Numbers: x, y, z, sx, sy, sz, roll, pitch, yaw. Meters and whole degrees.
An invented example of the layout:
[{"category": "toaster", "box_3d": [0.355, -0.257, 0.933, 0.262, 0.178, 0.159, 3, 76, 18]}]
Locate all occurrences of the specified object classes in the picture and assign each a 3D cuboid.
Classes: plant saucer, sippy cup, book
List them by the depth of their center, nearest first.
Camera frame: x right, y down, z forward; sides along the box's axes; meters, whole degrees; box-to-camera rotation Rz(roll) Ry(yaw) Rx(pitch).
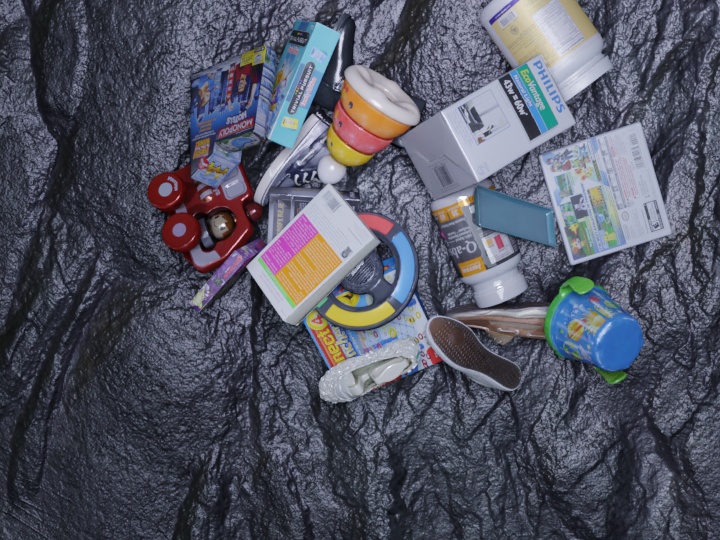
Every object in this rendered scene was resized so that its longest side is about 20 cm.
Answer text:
[{"category": "book", "box_3d": [-0.082, -0.028, 1.498, 0.200, 0.048, 0.134, -43, 65, 9]}, {"category": "plant saucer", "box_3d": [0.258, -0.087, 1.521, 0.019, 0.199, 0.071, -18, 68, 45]}, {"category": "sippy cup", "box_3d": [0.398, 0.103, 1.522, 0.177, 0.130, 0.141, 25, 95, -25]}]

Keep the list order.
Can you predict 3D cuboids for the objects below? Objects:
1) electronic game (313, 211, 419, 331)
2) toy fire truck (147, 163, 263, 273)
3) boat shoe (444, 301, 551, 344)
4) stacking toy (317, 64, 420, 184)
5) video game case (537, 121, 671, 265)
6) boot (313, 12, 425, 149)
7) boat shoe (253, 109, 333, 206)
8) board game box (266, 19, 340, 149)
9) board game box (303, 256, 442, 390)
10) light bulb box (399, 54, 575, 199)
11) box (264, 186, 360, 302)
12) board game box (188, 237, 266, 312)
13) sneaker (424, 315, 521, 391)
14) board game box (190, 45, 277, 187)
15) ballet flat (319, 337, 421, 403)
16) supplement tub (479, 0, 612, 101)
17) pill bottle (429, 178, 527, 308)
[{"category": "electronic game", "box_3d": [0.000, 0.000, 1.507, 0.198, 0.042, 0.202, -3, 78, 14]}, {"category": "toy fire truck", "box_3d": [-0.259, -0.106, 1.569, 0.167, 0.112, 0.201, -26, 69, 4]}, {"category": "boat shoe", "box_3d": [0.247, 0.095, 1.588, 0.198, 0.076, 0.073, -1, 99, 7]}, {"category": "stacking toy", "box_3d": [-0.008, -0.221, 1.501, 0.146, 0.146, 0.201, 36, 113, 0]}, {"category": "video game case", "box_3d": [0.421, -0.131, 1.569, 0.180, 0.022, 0.202, -17, 96, 7]}, {"category": "boot", "box_3d": [0.022, -0.322, 1.560, 0.199, 0.066, 0.166, 28, 107, 5]}, {"category": "boat shoe", "box_3d": [-0.096, -0.175, 1.585, 0.093, 0.075, 0.201, 39, 99, 7]}, {"category": "board game box", "box_3d": [-0.111, -0.317, 1.530, 0.047, 0.151, 0.202, 20, 99, -22]}, {"category": "board game box", "box_3d": [0.021, 0.103, 1.589, 0.194, 0.056, 0.201, -24, 113, 8]}, {"category": "light bulb box", "box_3d": [0.199, -0.226, 1.461, 0.199, 0.198, 0.126, -31, 95, -15]}, {"category": "box", "box_3d": [-0.085, -0.040, 1.583, 0.156, 0.048, 0.202, 3, 110, -3]}, {"category": "board game box", "box_3d": [-0.222, 0.005, 1.557, 0.032, 0.200, 0.120, 39, 100, -1]}, {"category": "sneaker", "box_3d": [0.181, 0.151, 1.583, 0.199, 0.085, 0.073, 37, 70, -14]}, {"category": "board game box", "box_3d": [-0.215, -0.247, 1.511, 0.199, 0.061, 0.202, -7, 72, 42]}, {"category": "ballet flat", "box_3d": [0.013, 0.178, 1.556, 0.199, 0.072, 0.072, -28, 94, 10]}, {"category": "supplement tub", "box_3d": [0.305, -0.379, 1.487, 0.145, 0.145, 0.201, -36, 93, 9]}, {"category": "pill bottle", "box_3d": [0.206, -0.046, 1.553, 0.115, 0.116, 0.202, -23, 94, 8]}]
